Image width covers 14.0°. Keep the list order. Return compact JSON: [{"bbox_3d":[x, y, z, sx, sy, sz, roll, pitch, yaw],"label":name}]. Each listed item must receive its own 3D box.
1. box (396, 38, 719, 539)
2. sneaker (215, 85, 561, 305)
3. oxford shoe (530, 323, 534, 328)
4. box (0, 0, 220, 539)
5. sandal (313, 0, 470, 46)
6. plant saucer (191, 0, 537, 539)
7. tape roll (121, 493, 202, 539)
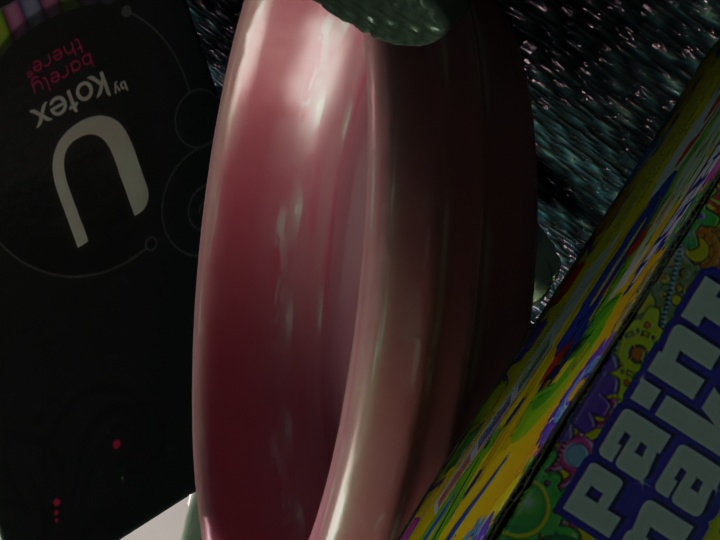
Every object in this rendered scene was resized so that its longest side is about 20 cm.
[{"bbox_3d":[0.092,0.042,0.597,0.122,0.201,0.193,33,170,1],"label":"box"},{"bbox_3d":[-0.023,-0.041,0.948,0.199,0.078,0.090,16,143,43],"label":"sneaker"},{"bbox_3d":[0.092,0.047,0.870,0.072,0.085,0.200,-9,173,-9],"label":"oxford shoe"},{"bbox_3d":[-0.111,-0.022,0.899,0.106,0.122,0.201,18,133,53],"label":"box"},{"bbox_3d":[-0.027,-0.112,0.695,0.075,0.048,0.200,49,175,-37],"label":"sandal"},{"bbox_3d":[0.000,0.000,0.764,0.051,0.202,0.200,6,175,-15],"label":"plant saucer"},{"bbox_3d":[-0.009,0.106,1.140,0.202,0.203,0.139,39,167,-25],"label":"tape roll"}]
